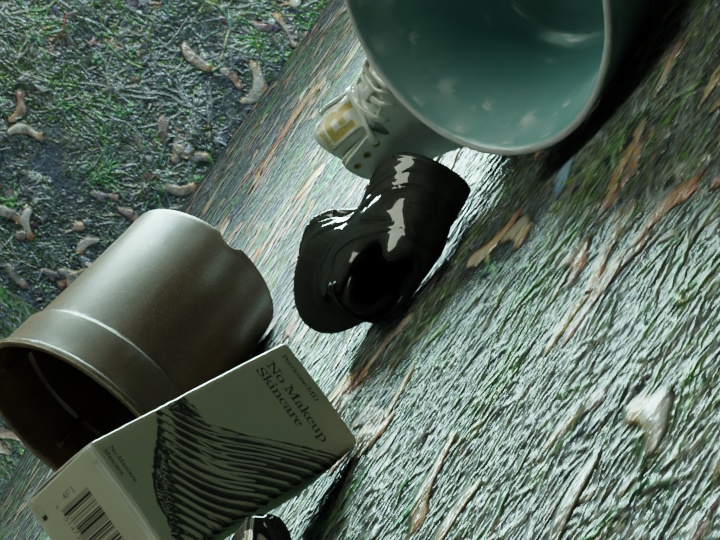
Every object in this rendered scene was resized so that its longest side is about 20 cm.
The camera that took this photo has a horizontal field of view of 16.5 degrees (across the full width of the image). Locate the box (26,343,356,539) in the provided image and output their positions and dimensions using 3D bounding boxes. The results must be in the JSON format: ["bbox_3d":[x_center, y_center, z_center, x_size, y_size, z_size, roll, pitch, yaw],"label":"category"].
[{"bbox_3d":[-0.093,0.115,1.424,0.068,0.082,0.200,-42,-7,34],"label":"box"}]

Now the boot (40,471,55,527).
[{"bbox_3d":[-0.240,0.174,2.460,0.146,0.070,0.200,-55,6,-39],"label":"boot"}]

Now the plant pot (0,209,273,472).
[{"bbox_3d":[-0.189,0.067,2.135,0.199,0.200,0.200,-53,5,-32],"label":"plant pot"}]

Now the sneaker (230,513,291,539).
[{"bbox_3d":[-0.105,0.212,1.364,0.200,0.085,0.078,-54,8,15],"label":"sneaker"}]

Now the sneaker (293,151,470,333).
[{"bbox_3d":[0.000,0.000,1.644,0.200,0.076,0.091,-51,17,55],"label":"sneaker"}]

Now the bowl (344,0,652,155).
[{"bbox_3d":[0.093,-0.179,1.445,0.105,0.201,0.201,-32,-10,-41],"label":"bowl"}]

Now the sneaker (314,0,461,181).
[{"bbox_3d":[0.017,-0.113,1.600,0.115,0.074,0.200,-30,-29,9],"label":"sneaker"}]
